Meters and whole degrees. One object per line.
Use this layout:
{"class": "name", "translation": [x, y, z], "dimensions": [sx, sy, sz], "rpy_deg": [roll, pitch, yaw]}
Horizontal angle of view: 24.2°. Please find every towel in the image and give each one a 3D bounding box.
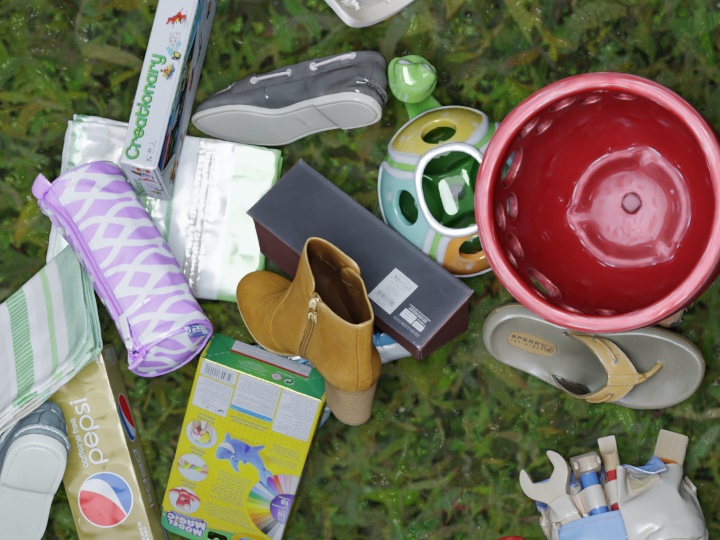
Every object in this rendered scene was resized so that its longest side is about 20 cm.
{"class": "towel", "translation": [-0.178, -0.054, 1.536], "dimensions": [0.199, 0.031, 0.150], "rpy_deg": [10, 94, 1]}
{"class": "towel", "translation": [-0.311, 0.077, 1.485], "dimensions": [0.200, 0.153, 0.023], "rpy_deg": [-38, 131, 16]}

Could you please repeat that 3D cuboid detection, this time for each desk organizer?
{"class": "desk organizer", "translation": [0.000, 0.000, 1.461], "dimensions": [0.200, 0.077, 0.072], "rpy_deg": [38, 71, 20]}

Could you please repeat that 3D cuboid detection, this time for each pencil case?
{"class": "pencil case", "translation": [-0.205, 0.000, 1.447], "dimensions": [0.200, 0.085, 0.084], "rpy_deg": [57, 136, 22]}

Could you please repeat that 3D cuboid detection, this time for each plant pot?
{"class": "plant pot", "translation": [0.206, -0.051, 1.353], "dimensions": [0.199, 0.182, 0.202], "rpy_deg": [0, 90, 16]}

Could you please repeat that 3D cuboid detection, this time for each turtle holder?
{"class": "turtle holder", "translation": [0.085, -0.088, 1.463], "dimensions": [0.140, 0.132, 0.186], "rpy_deg": [7, 92, 4]}

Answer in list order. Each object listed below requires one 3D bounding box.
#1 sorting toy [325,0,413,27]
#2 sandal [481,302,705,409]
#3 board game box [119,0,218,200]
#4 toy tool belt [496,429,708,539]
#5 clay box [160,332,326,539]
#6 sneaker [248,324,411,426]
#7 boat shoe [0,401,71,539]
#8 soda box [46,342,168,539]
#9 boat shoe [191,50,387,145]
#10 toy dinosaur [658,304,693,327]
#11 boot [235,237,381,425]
{"class": "sorting toy", "translation": [0.014, -0.338, 1.486], "dimensions": [0.200, 0.107, 0.180], "rpy_deg": [-41, 81, 4]}
{"class": "sandal", "translation": [0.203, 0.082, 1.486], "dimensions": [0.199, 0.054, 0.081], "rpy_deg": [14, 114, 5]}
{"class": "board game box", "translation": [-0.164, -0.171, 1.462], "dimensions": [0.034, 0.126, 0.201], "rpy_deg": [12, 80, 1]}
{"class": "toy tool belt", "translation": [0.202, 0.209, 1.482], "dimensions": [0.199, 0.125, 0.123], "rpy_deg": [-9, 59, 1]}
{"class": "clay box", "translation": [-0.104, 0.162, 1.491], "dimensions": [0.114, 0.048, 0.201], "rpy_deg": [20, 123, 3]}
{"class": "sneaker", "translation": [-0.031, 0.097, 1.511], "dimensions": [0.199, 0.075, 0.087], "rpy_deg": [-13, 97, 12]}
{"class": "boat shoe", "translation": [-0.308, 0.192, 1.503], "dimensions": [0.073, 0.062, 0.200], "rpy_deg": [18, 133, -19]}
{"class": "soda box", "translation": [-0.234, 0.170, 1.521], "dimensions": [0.067, 0.064, 0.201], "rpy_deg": [-16, 89, 4]}
{"class": "boat shoe", "translation": [-0.060, -0.153, 1.487], "dimensions": [0.199, 0.067, 0.057], "rpy_deg": [-4, 61, 34]}
{"class": "toy dinosaur", "translation": [0.231, -0.046, 1.482], "dimensions": [0.200, 0.086, 0.136], "rpy_deg": [40, 100, 8]}
{"class": "boot", "translation": [-0.042, 0.021, 1.402], "dimensions": [0.071, 0.144, 0.201], "rpy_deg": [-23, 49, -23]}
